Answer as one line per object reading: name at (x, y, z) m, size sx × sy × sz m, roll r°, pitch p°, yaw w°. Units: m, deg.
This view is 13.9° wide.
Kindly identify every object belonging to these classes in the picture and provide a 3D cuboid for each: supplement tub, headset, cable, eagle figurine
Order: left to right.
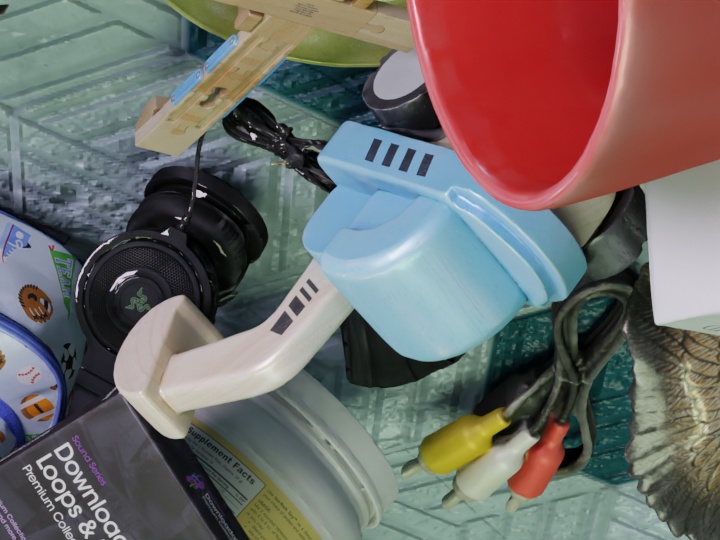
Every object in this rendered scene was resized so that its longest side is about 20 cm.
supplement tub at (-0.090, 0.147, 1.522) m, size 0.145 × 0.200 × 0.146 m, roll 38°, pitch 160°, yaw 16°
headset at (-0.077, 0.003, 1.413) m, size 0.094 × 0.124 × 0.201 m, roll 27°, pitch 125°, yaw 3°
cable at (0.106, 0.070, 1.559) m, size 0.097 × 0.051 × 0.200 m, roll 17°, pitch 143°, yaw -21°
eagle figurine at (0.191, 0.019, 1.368) m, size 0.150 × 0.201 × 0.152 m, roll -13°, pitch 171°, yaw -19°

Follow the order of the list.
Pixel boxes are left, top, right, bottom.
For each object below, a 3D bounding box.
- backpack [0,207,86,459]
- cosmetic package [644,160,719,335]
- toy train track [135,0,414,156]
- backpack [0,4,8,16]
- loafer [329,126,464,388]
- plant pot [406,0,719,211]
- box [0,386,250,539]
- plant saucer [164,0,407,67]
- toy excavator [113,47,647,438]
backpack at (-0.227, 0.047, 1.472) m, size 0.199 × 0.155 × 0.191 m, roll 16°, pitch 132°, yaw -13°
cosmetic package at (0.222, -0.020, 1.190) m, size 0.199 × 0.074 × 0.101 m, roll -15°, pitch 163°, yaw 43°
toy train track at (-0.045, -0.107, 1.289) m, size 0.114 × 0.033 × 0.200 m, roll 13°, pitch 150°, yaw -27°
backpack at (-0.217, -0.149, 1.207) m, size 0.166 × 0.127 × 0.200 m, roll 23°, pitch 143°, yaw -31°
loafer at (0.022, -0.008, 1.446) m, size 0.070 × 0.068 × 0.201 m, roll -7°, pitch 149°, yaw -2°
plant pot at (0.133, -0.129, 1.146) m, size 0.176 × 0.201 × 0.201 m, roll -7°, pitch 149°, yaw -22°
box at (-0.146, 0.157, 1.400) m, size 0.200 × 0.036 × 0.143 m, roll -32°, pitch 95°, yaw 19°
plant saucer at (-0.005, -0.161, 1.259) m, size 0.199 × 0.031 × 0.200 m, roll 1°, pitch 144°, yaw 1°
toy excavator at (0.000, 0.000, 1.304) m, size 0.194 × 0.200 × 0.100 m, roll 18°, pitch 154°, yaw 51°
